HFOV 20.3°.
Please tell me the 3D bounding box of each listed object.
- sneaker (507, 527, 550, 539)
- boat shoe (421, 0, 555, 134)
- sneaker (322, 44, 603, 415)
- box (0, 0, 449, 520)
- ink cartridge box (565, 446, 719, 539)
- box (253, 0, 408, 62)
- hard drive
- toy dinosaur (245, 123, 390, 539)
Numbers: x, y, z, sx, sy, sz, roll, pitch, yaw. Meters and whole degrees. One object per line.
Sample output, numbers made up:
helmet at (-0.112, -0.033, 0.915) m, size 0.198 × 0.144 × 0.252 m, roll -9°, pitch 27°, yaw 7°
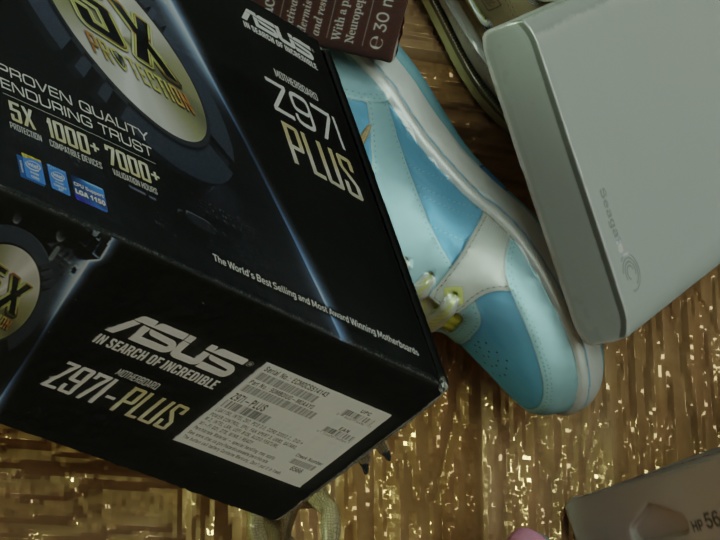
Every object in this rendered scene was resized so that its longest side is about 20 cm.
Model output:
sneaker at (0.073, 0.209, 0.805) m, size 0.095 × 0.079 × 0.201 m, roll -22°, pitch 82°, yaw -5°
boat shoe at (0.073, -0.126, 0.900) m, size 0.200 × 0.068 × 0.075 m, roll 48°, pitch 62°, yaw -4°
sneaker at (0.000, 0.000, 0.827) m, size 0.130 × 0.080 × 0.200 m, roll -33°, pitch 79°, yaw -30°
box at (-0.083, -0.030, 0.646) m, size 0.200 × 0.086 × 0.164 m, roll 26°, pitch 34°, yaw -42°
ink cartridge box at (0.209, 0.099, 0.844) m, size 0.199 × 0.146 × 0.085 m, roll -16°, pitch 82°, yaw -25°
box at (-0.069, -0.161, 0.800) m, size 0.199 × 0.100 × 0.075 m, roll 12°, pitch 35°, yaw -4°
hard drive at (0.128, -0.063, 0.865) m, size 0.200 × 0.026 × 0.132 m, roll -30°, pitch 103°, yaw -54°
toy dinosaur at (-0.027, 0.051, 0.753) m, size 0.058 × 0.101 × 0.201 m, roll 3°, pitch 109°, yaw -12°
